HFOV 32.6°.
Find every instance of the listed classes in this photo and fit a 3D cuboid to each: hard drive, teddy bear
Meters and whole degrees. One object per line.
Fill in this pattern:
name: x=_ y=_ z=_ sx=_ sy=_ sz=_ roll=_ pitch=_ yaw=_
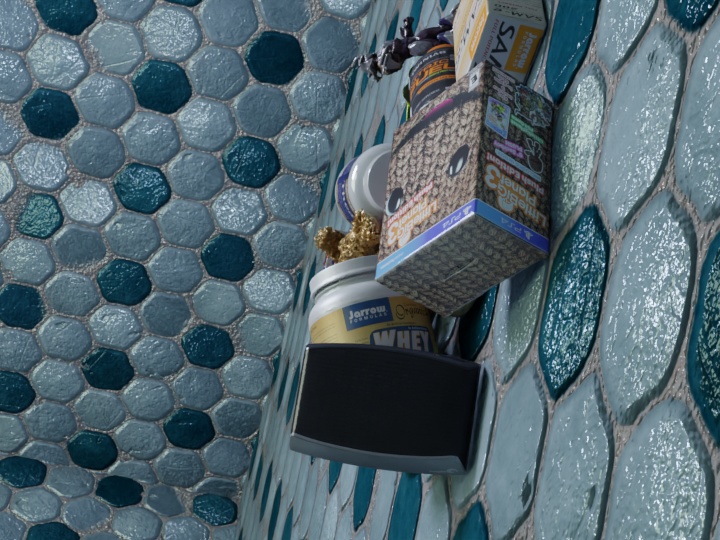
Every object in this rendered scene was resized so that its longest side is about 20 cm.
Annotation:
hard drive: x=0.023 y=0.145 z=1.332 sx=0.042 sy=0.199 sz=0.136 roll=52 pitch=-134 yaw=-69
teddy bear: x=0.000 y=0.000 z=1.587 sx=0.067 sy=0.145 sz=0.200 roll=-47 pitch=12 yaw=-31

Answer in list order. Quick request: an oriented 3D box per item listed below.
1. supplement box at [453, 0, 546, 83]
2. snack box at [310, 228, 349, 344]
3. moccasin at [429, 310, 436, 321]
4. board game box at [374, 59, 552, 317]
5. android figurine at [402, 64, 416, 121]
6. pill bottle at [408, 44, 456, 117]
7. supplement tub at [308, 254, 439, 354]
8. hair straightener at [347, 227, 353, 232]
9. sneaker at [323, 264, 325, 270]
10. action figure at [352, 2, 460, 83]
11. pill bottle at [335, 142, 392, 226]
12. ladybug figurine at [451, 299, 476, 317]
supplement box: x=0.163 y=-0.297 z=1.486 sx=0.201 sy=0.073 sz=0.126 roll=-88 pitch=12 yaw=-51
snack box: x=-0.023 y=0.047 z=1.693 sx=0.024 sy=0.071 sz=0.201 roll=132 pitch=148 yaw=-73
moccasin: x=0.086 y=-0.003 z=1.621 sx=0.078 sy=0.073 sz=0.202 roll=99 pitch=-168 yaw=-81
board game box: x=0.108 y=-0.083 z=1.266 sx=0.159 sy=0.097 sz=0.201 roll=-35 pitch=38 yaw=44
android figurine: x=0.089 y=-0.200 z=1.779 sx=0.200 sy=0.041 sz=0.183 roll=35 pitch=-123 yaw=-77
pill bottle: x=0.115 y=-0.223 z=1.600 sx=0.200 sy=0.106 sz=0.107 roll=-89 pitch=14 yaw=-57
supplement tub: x=0.019 y=0.097 z=1.447 sx=0.145 sy=0.144 sz=0.201 roll=120 pitch=139 yaw=-66
hair straightener: x=0.000 y=-0.073 z=1.810 sx=0.200 sy=0.041 sz=0.077 roll=111 pitch=169 yaw=-51
sneaker: x=-0.030 y=0.045 z=1.759 sx=0.078 sy=0.066 sz=0.201 roll=150 pitch=130 yaw=-82
action figure: x=0.079 y=-0.318 z=1.727 sx=0.130 sy=0.199 sz=0.070 roll=-76 pitch=-35 yaw=-52
pill bottle: x=0.033 y=-0.107 z=1.614 sx=0.200 sy=0.110 sz=0.112 roll=176 pitch=106 yaw=-81
ladybug figurine: x=0.108 y=-0.032 z=1.469 sx=0.201 sy=0.071 sz=0.136 roll=-86 pitch=11 yaw=-46
